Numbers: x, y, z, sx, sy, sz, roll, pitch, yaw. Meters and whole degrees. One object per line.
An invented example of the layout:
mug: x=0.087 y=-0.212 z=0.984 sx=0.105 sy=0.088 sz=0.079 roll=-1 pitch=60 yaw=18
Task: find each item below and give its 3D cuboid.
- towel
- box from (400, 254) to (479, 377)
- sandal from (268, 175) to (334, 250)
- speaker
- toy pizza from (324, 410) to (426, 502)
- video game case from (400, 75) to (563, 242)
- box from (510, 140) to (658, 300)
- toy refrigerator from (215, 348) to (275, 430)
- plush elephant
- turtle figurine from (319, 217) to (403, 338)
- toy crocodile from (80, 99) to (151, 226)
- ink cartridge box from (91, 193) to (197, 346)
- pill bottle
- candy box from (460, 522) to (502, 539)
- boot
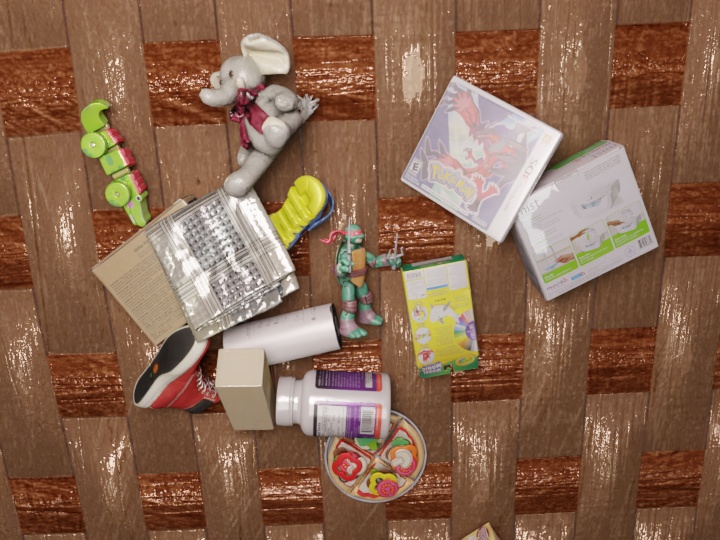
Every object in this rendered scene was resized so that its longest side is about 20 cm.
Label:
towel: x=-0.212 y=-0.016 z=0.942 sx=0.189 sy=0.035 sz=0.204 roll=-27 pitch=93 yaw=-3
box: x=0.141 y=0.083 z=1.063 sx=0.114 sy=0.048 sz=0.205 roll=-9 pitch=104 yaw=1
sandal: x=-0.111 y=-0.075 z=0.996 sx=0.198 sy=0.087 sz=0.081 roll=-35 pitch=81 yaw=28
speaker: x=-0.134 y=0.116 z=1.050 sx=0.195 sy=0.081 sz=0.083 roll=-13 pitch=107 yaw=2
toy pizza: x=0.029 y=0.355 z=1.149 sx=0.194 sy=0.032 sz=0.206 roll=0 pitch=106 yaw=-1
video game case: x=0.182 y=-0.174 z=0.950 sx=0.198 sy=0.023 sz=0.185 roll=35 pitch=106 yaw=22
box: x=0.348 y=-0.082 z=0.991 sx=0.197 sy=0.097 sz=0.179 roll=-27 pitch=105 yaw=7
toy refrigerator: x=-0.189 y=0.201 z=1.026 sx=0.074 sy=0.071 sz=0.202 roll=-1 pitch=147 yaw=-2
plush elephant: x=-0.161 y=-0.246 z=0.895 sx=0.154 sy=0.202 sz=0.164 roll=40 pitch=141 yaw=-11
turtle figurine: x=0.000 y=0.000 z=1.013 sx=0.147 sy=0.100 sz=0.205 roll=-16 pitch=114 yaw=-39
toy crocodile: x=-0.384 y=-0.167 z=0.968 sx=0.060 sy=0.068 sz=0.204 roll=-20 pitch=106 yaw=5
ink cartridge box: x=-0.311 y=-0.002 z=1.015 sx=0.198 sy=0.075 sz=0.166 roll=-34 pitch=103 yaw=9
pill bottle: x=-0.047 y=0.233 z=1.070 sx=0.194 sy=0.112 sz=0.114 roll=3 pitch=107 yaw=-2
candy box: x=0.210 y=0.608 z=1.214 sx=0.198 sy=0.055 sz=0.116 roll=-35 pitch=104 yaw=9
boot: x=-0.279 y=0.174 z=1.044 sx=0.142 sy=0.073 sz=0.200 roll=21 pitch=126 yaw=-39
